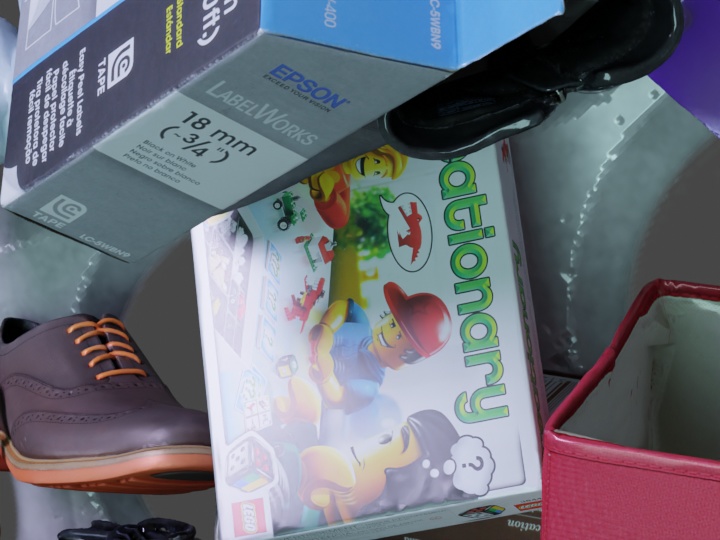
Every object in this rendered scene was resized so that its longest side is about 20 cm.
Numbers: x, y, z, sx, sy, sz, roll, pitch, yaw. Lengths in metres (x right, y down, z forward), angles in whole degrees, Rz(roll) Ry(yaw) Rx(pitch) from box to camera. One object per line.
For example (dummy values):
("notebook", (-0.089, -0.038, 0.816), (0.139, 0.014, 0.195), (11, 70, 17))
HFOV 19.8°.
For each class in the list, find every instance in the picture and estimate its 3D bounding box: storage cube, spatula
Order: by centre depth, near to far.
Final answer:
("storage cube", (0.165, 0.122, 0.722), (0.198, 0.171, 0.181), (8, 110, 18))
("spatula", (0.093, -0.126, 0.774), (0.200, 0.021, 0.057), (46, 119, 13))

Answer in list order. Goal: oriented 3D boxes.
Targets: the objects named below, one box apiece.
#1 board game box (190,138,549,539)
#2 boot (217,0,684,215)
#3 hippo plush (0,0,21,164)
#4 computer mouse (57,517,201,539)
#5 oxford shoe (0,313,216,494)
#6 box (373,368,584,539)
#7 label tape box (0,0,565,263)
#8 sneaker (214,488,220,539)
("board game box", (0.000, 0.000, 0.788), (0.125, 0.035, 0.202), (-12, 72, 15))
("boot", (0.006, -0.067, 0.709), (0.199, 0.132, 0.070), (-31, 109, 8))
("hippo plush", (-0.154, -0.080, 0.829), (0.159, 0.159, 0.202), (0, 86, 14))
("computer mouse", (-0.019, 0.150, 0.783), (0.200, 0.053, 0.138), (42, 164, -12))
("oxford shoe", (-0.115, 0.054, 0.865), (0.199, 0.071, 0.073), (3, 86, 54))
("box", (0.055, 0.141, 0.844), (0.099, 0.075, 0.202), (9, 107, 23))
("label tape box", (-0.031, -0.109, 0.674), (0.199, 0.063, 0.145), (-28, 49, 38))
("sneaker", (-0.040, 0.125, 0.868), (0.074, 0.100, 0.202), (13, 111, 16))
